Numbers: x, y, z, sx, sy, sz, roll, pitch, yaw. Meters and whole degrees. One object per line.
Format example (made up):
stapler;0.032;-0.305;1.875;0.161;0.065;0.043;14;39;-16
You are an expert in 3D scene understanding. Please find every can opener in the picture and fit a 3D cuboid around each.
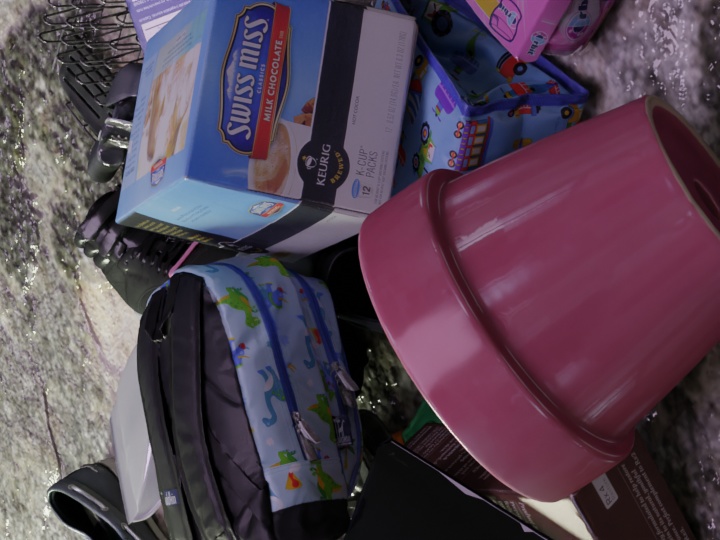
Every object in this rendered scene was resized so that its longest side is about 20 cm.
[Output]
can opener;-0.158;-0.101;1.803;0.200;0.053;0.067;157;126;-79

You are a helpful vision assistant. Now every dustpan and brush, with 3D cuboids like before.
dustpan and brush;-0.129;0.073;1.869;0.140;0.057;0.200;-108;31;-53

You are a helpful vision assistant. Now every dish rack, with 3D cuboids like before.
dish rack;-0.185;-0.177;1.902;0.153;0.055;0.200;47;133;34

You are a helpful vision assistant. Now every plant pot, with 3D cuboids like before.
plant pot;0.127;0.002;1.446;0.179;0.200;0.200;-35;69;19

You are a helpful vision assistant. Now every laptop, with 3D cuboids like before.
laptop;0.080;0.213;1.612;0.177;0.200;0.103;32;83;22

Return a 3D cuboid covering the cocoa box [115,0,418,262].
cocoa box;-0.064;-0.091;1.608;0.200;0.131;0.134;158;123;-71

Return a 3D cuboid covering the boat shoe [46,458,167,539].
boat shoe;-0.179;0.235;2.002;0.200;0.062;0.073;53;136;28

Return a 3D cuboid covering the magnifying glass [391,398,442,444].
magnifying glass;0.047;0.112;1.718;0.200;0.022;0.080;-29;77;52

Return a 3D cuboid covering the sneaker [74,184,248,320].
sneaker;-0.148;-0.013;1.817;0.099;0.071;0.200;48;162;-14

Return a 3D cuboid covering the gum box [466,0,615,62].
gum box;0.090;-0.230;1.531;0.200;0.066;0.114;54;135;27

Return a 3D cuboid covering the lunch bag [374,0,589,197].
lunch bag;0.042;-0.092;1.626;0.200;0.094;0.151;49;137;44

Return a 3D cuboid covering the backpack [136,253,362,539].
backpack;-0.075;0.090;1.653;0.163;0.154;0.200;-31;84;59

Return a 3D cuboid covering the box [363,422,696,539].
box;0.105;0.154;1.592;0.200;0.075;0.100;0;125;52

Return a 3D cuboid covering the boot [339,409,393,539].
boot;-0.039;0.117;1.752;0.132;0.070;0.200;-28;98;41

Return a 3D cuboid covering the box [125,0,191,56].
box;-0.087;-0.139;1.764;0.121;0.032;0.200;-16;92;29

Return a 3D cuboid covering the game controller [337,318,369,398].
game controller;-0.063;0.073;1.828;0.200;0.042;0.104;-37;71;49

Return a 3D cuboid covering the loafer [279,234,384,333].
loafer;0.000;0.000;1.696;0.200;0.070;0.068;27;95;43
